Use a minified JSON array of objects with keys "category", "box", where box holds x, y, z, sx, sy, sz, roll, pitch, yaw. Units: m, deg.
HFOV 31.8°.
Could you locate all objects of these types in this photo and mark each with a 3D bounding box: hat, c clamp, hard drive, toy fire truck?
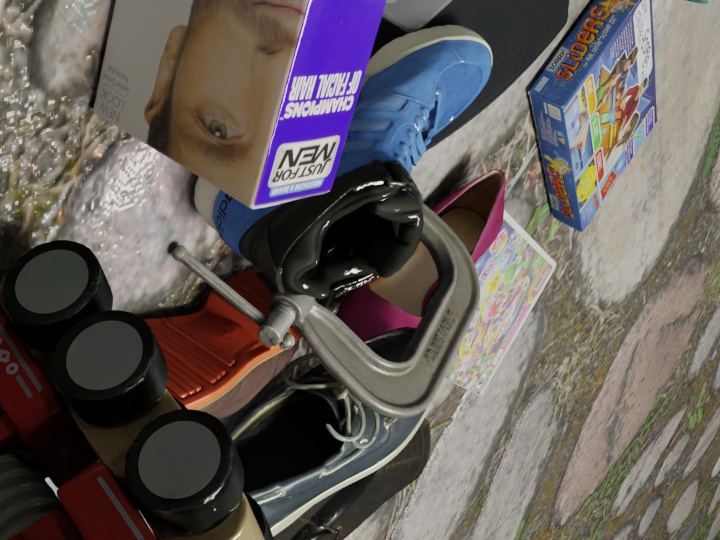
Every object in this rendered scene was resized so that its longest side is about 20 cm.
[{"category":"hat","box":[-0.045,0.151,0.873,0.200,0.081,0.201,-37,158,-17]},{"category":"c clamp","box":[0.000,0.000,0.774,0.027,0.171,0.200,-40,-175,40]},{"category":"hard drive","box":[0.076,-0.165,0.816,0.200,0.042,0.136,-43,148,-32]},{"category":"toy fire truck","box":[-0.162,0.100,0.539,0.199,0.176,0.129,-35,148,-15]}]

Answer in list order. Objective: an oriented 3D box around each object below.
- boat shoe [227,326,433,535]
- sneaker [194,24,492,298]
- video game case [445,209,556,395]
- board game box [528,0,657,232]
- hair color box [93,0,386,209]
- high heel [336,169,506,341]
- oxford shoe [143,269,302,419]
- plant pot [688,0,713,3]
[{"category":"boat shoe","box":[-0.025,0.091,0.764,0.198,0.075,0.062,-31,154,-24]},{"category":"sneaker","box":[0.017,-0.056,0.699,0.198,0.111,0.077,-30,142,-22]},{"category":"video game case","box":[0.105,0.029,1.090,0.145,0.018,0.200,-59,153,-1]},{"category":"board game box","box":[0.203,-0.139,1.075,0.136,0.034,0.201,-53,153,-15]},{"category":"hair color box","box":[-0.043,-0.143,0.556,0.064,0.109,0.203,-19,132,-52]},{"category":"high heel","box":[0.047,-0.005,0.889,0.199,0.067,0.097,-31,152,-53]},{"category":"oxford shoe","box":[-0.098,0.066,0.716,0.199,0.071,0.073,-25,142,-50]},{"category":"plant pot","box":[0.174,-0.262,0.710,0.199,0.198,0.190,1,114,-60]}]
